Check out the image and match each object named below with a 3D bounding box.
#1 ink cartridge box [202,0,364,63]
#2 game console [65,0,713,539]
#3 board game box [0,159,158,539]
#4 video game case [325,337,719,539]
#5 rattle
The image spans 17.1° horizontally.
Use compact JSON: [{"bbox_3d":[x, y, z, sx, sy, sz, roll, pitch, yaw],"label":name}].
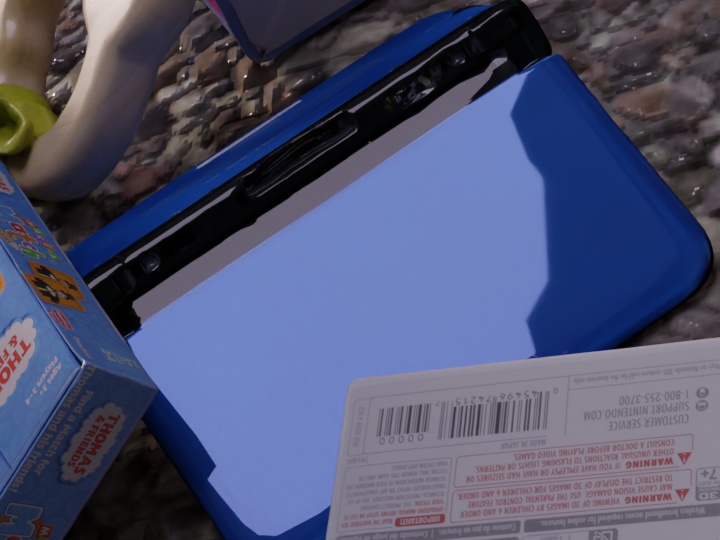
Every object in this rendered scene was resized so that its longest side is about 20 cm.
[{"bbox_3d":[-0.042,-0.194,1.060,0.136,0.076,0.200,-32,43,-6],"label":"ink cartridge box"},{"bbox_3d":[0.000,0.000,0.884,0.200,0.118,0.171,-33,10,-8],"label":"game console"},{"bbox_3d":[-0.159,0.044,0.855,0.151,0.037,0.200,-56,39,14],"label":"board game box"},{"bbox_3d":[0.080,0.102,0.720,0.200,0.023,0.182,-7,51,20],"label":"video game case"},{"bbox_3d":[-0.132,-0.119,0.929,0.200,0.143,0.130,-40,33,46],"label":"rattle"}]
